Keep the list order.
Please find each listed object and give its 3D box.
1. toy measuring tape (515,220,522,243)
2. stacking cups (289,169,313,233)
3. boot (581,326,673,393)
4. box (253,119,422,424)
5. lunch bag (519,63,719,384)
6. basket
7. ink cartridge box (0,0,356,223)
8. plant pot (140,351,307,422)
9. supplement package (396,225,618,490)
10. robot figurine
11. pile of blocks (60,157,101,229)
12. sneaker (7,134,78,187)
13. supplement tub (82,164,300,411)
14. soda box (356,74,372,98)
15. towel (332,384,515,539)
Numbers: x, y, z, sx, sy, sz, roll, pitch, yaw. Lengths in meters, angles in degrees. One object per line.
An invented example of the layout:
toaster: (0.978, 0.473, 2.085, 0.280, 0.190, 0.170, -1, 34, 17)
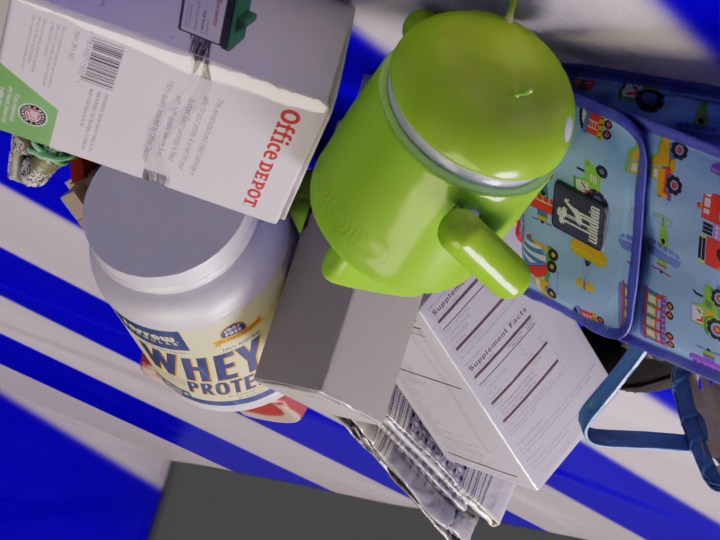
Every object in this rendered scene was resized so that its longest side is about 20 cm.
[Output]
toy measuring tape: (0.157, -0.045, 1.385, 0.200, 0.074, 0.074, 4, 161, 47)
stacking cups: (-0.065, -0.053, 1.615, 0.200, 0.061, 0.060, 0, 160, 34)
boot: (0.204, 0.033, 1.622, 0.158, 0.080, 0.211, 21, 161, -33)
box: (0.000, 0.000, 1.484, 0.068, 0.200, 0.082, 9, 165, 40)
lunch bag: (0.173, -0.035, 1.238, 0.200, 0.094, 0.151, 19, 127, 33)
basket: (0.270, 0.067, 1.463, 0.200, 0.139, 0.176, 11, 132, -22)
ink cartridge box: (-0.118, -0.125, 1.294, 0.200, 0.084, 0.146, 19, 147, -7)
plant pot: (-0.091, 0.022, 1.760, 0.200, 0.178, 0.200, 17, 167, 4)
supplement package: (0.089, 0.052, 1.602, 0.114, 0.110, 0.200, 15, 146, 50)
robot figurine: (0.046, -0.066, 1.207, 0.116, 0.176, 0.200, 12, 138, -23)
pile of blocks: (-0.200, -0.078, 1.692, 0.062, 0.082, 0.200, 54, 179, -12)
sneaker: (-0.226, -0.104, 1.604, 0.077, 0.089, 0.200, 22, 166, -17)
supplement tub: (-0.111, 0.000, 1.524, 0.145, 0.145, 0.200, 13, 155, 21)
soda box: (0.092, -0.073, 1.360, 0.200, 0.064, 0.068, 12, 167, 26)
towel: (0.077, 0.098, 1.710, 0.035, 0.200, 0.193, -5, 135, 46)
